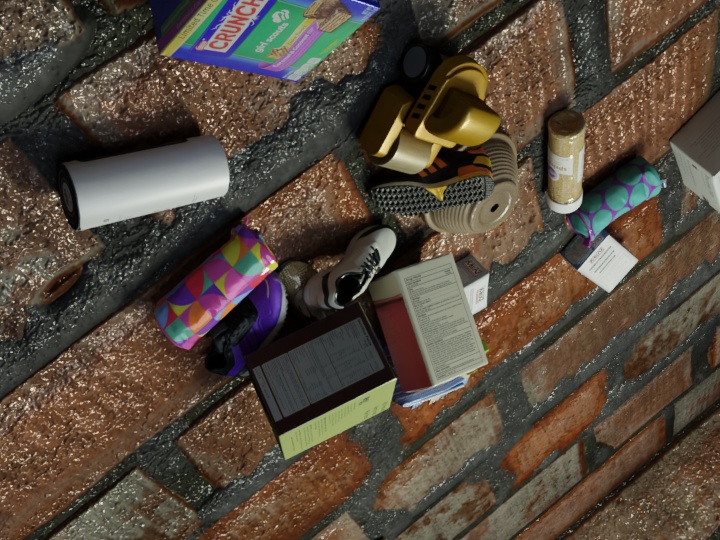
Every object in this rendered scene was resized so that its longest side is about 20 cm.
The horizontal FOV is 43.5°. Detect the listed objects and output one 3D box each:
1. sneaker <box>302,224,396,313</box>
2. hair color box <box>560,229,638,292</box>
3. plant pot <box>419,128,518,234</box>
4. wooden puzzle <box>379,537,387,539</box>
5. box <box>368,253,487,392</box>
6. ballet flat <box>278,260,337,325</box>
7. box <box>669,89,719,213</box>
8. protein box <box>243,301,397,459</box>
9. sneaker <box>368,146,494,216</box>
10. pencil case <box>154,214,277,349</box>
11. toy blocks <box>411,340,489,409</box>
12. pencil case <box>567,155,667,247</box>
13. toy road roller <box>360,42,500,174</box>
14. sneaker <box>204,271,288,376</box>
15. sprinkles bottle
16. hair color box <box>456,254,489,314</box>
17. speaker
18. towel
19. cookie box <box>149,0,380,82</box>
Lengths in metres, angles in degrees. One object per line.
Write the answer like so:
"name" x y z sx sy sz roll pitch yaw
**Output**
"sneaker" 0.000 0.000 1.426 0.200 0.079 0.075 -46 117 -28
"hair color box" 0.517 -0.029 1.944 0.100 0.061 0.199 -50 145 12
"plant pot" 0.198 -0.132 1.505 0.198 0.093 0.204 -25 141 -22
"wooden puzzle" -0.024 0.777 2.298 0.182 0.037 0.203 -12 135 -36
"box" 0.114 0.091 1.549 0.126 0.204 0.108 -16 176 -30
"ballet flat" -0.073 0.056 1.466 0.070 0.066 0.201 -36 144 0
"box" 0.777 -0.258 1.890 0.200 0.131 0.199 -45 144 5
"protein box" -0.062 0.178 1.428 0.197 0.137 0.199 -24 161 -10
"sneaker" 0.110 -0.147 1.413 0.195 0.092 0.071 -7 142 9
"pencil case" -0.207 0.020 1.292 0.200 0.088 0.088 -44 145 0
"toy blocks" 0.158 0.218 1.850 0.197 0.101 0.138 -24 153 -24
"pencil case" 0.507 -0.140 1.796 0.198 0.085 0.094 -33 116 -11
"toy road roller" 0.108 -0.212 1.287 0.121 0.146 0.202 7 123 -46
"sneaker" -0.185 0.088 1.391 0.098 0.070 0.203 1 126 -41
"sprinkles bottle" 0.370 -0.193 1.625 0.067 0.068 0.202 -31 143 -13
"hair color box" 0.145 0.063 1.687 0.197 0.061 0.100 -28 143 -18
"speaker" -0.261 -0.109 1.101 0.197 0.081 0.082 -17 139 -30
"towel" 0.078 0.184 1.641 0.142 0.199 0.024 -15 114 -29
"cookie box" -0.106 -0.296 0.998 0.197 0.077 0.170 2 158 -43
